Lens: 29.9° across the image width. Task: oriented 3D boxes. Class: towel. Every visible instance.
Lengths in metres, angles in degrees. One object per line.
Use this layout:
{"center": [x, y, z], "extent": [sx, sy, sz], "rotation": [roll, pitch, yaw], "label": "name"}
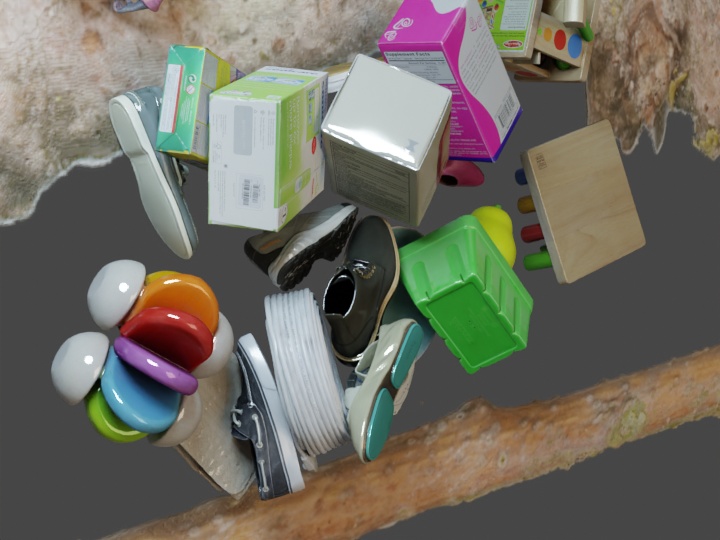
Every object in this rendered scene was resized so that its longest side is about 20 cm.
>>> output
{"center": [-0.173, 0.173, 1.631], "extent": [0.133, 0.034, 0.201], "rotation": [-54, 128, -25], "label": "towel"}

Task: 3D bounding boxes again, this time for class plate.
{"center": [0.038, 0.039, 1.816], "extent": [0.199, 0.025, 0.203], "rotation": [-10, 104, -43], "label": "plate"}

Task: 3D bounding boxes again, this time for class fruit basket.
{"center": [0.145, 0.004, 1.829], "extent": [0.216, 0.154, 0.216], "rotation": [55, 18, -27], "label": "fruit basket"}

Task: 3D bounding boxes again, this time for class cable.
{"center": [-0.063, 0.121, 1.622], "extent": [0.201, 0.068, 0.202], "rotation": [74, 2, -58], "label": "cable"}

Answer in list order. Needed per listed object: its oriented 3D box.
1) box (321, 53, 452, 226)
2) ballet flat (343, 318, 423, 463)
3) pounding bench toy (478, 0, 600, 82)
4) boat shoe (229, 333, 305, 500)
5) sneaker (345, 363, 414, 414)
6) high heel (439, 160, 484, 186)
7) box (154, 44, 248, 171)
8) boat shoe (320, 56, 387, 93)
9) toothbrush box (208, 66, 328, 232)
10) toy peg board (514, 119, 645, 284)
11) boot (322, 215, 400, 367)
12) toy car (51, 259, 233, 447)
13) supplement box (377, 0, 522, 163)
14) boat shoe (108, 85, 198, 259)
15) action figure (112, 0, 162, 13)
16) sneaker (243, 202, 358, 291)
{"center": [0.034, -0.153, 1.634], "extent": [0.200, 0.127, 0.110], "rotation": [85, 30, -72], "label": "box"}
{"center": [0.017, 0.141, 1.617], "extent": [0.070, 0.069, 0.201], "rotation": [55, 46, -35], "label": "ballet flat"}
{"center": [0.266, -0.333, 1.851], "extent": [0.155, 0.199, 0.126], "rotation": [13, 88, -43], "label": "pounding bench toy"}
{"center": [-0.124, 0.178, 1.612], "extent": [0.067, 0.072, 0.202], "rotation": [-17, 104, -9], "label": "boat shoe"}
{"center": [0.034, 0.152, 1.725], "extent": [0.200, 0.074, 0.088], "rotation": [-48, 142, -62], "label": "sneaker"}
{"center": [0.082, -0.114, 1.802], "extent": [0.198, 0.067, 0.097], "rotation": [14, 78, -29], "label": "high heel"}
{"center": [-0.168, -0.175, 1.516], "extent": [0.200, 0.048, 0.119], "rotation": [16, 82, -75], "label": "box"}
{"center": [0.026, -0.236, 1.725], "extent": [0.199, 0.070, 0.070], "rotation": [-16, 106, -42], "label": "boat shoe"}
{"center": [-0.102, -0.142, 1.534], "extent": [0.200, 0.085, 0.148], "rotation": [-52, 147, -69], "label": "toothbrush box"}
{"center": [0.307, -0.098, 2.022], "extent": [0.199, 0.097, 0.201], "rotation": [-23, 97, -40], "label": "toy peg board"}
{"center": [0.000, 0.000, 1.661], "extent": [0.139, 0.076, 0.202], "rotation": [69, 24, -62], "label": "boot"}
{"center": [-0.223, 0.094, 1.469], "extent": [0.174, 0.149, 0.202], "rotation": [32, 75, -26], "label": "toy car"}
{"center": [0.116, -0.244, 1.710], "extent": [0.102, 0.102, 0.201], "rotation": [-59, 139, -31], "label": "supplement box"}
{"center": [-0.216, -0.111, 1.514], "extent": [0.062, 0.072, 0.202], "rotation": [-33, 113, -31], "label": "boat shoe"}
{"center": [-0.228, -0.347, 1.420], "extent": [0.198, 0.148, 0.136], "rotation": [6, 87, -30], "label": "action figure"}
{"center": [-0.068, -0.047, 1.667], "extent": [0.200, 0.079, 0.075], "rotation": [-32, 149, -53], "label": "sneaker"}
